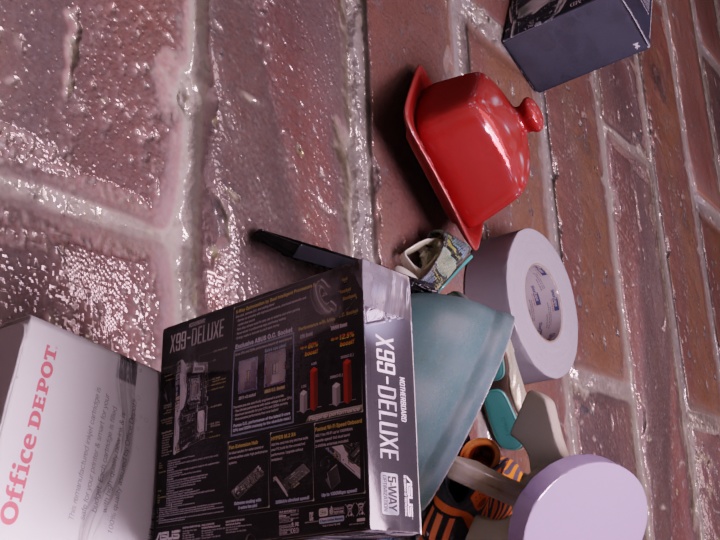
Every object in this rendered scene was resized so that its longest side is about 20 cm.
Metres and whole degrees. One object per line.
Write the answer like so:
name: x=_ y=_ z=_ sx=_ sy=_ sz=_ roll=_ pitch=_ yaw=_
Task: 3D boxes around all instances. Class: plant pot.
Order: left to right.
plant pot: x=0.042 y=0.102 z=0.892 sx=0.133 sy=0.201 sz=0.201 roll=27 pitch=44 yaw=4

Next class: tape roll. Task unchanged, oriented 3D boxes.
tape roll: x=0.217 y=0.049 z=1.266 sx=0.199 sy=0.066 sz=0.203 roll=26 pitch=57 yaw=-48

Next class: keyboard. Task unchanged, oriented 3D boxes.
keyboard: x=0.000 y=0.000 z=0.938 sx=0.199 sy=0.126 sz=0.021 roll=15 pitch=94 yaw=-46

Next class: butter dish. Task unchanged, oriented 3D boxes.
butter dish: x=0.152 y=-0.163 z=1.160 sx=0.201 sy=0.146 sz=0.201 roll=60 pitch=22 yaw=-21

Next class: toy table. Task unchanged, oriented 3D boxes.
toy table: x=0.174 y=0.222 z=0.907 sx=0.200 sy=0.117 sz=0.185 roll=39 pitch=79 yaw=-43

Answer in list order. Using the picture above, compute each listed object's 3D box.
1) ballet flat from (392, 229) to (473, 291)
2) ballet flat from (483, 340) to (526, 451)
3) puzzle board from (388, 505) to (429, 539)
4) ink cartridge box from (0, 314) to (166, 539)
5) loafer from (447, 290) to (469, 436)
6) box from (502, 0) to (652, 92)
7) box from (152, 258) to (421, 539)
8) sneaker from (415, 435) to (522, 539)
ballet flat: x=0.062 y=0.014 z=1.078 sx=0.075 sy=0.074 sz=0.200 roll=63 pitch=35 yaw=-15
ballet flat: x=0.169 y=0.127 z=1.174 sx=0.062 sy=0.067 sz=0.202 roll=-42 pitch=121 yaw=-50
puzzle board: x=0.079 y=0.338 z=1.009 sx=0.150 sy=0.017 sz=0.203 roll=-20 pitch=93 yaw=-55
ink cartridge box: x=-0.186 y=0.139 z=0.659 sx=0.199 sy=0.083 sz=0.147 roll=34 pitch=52 yaw=-43
loafer: x=0.090 y=0.098 z=1.060 sx=0.201 sy=0.069 sz=0.076 roll=-86 pitch=-174 yaw=-48
box: x=0.347 y=-0.417 z=1.502 sx=0.124 sy=0.198 sz=0.198 roll=43 pitch=45 yaw=-34
box: x=-0.054 y=0.096 z=0.614 sx=0.049 sy=0.198 sz=0.160 roll=20 pitch=60 yaw=-45
sneaker: x=0.136 y=0.222 z=1.011 sx=0.199 sy=0.077 sz=0.113 roll=-25 pitch=136 yaw=-57
